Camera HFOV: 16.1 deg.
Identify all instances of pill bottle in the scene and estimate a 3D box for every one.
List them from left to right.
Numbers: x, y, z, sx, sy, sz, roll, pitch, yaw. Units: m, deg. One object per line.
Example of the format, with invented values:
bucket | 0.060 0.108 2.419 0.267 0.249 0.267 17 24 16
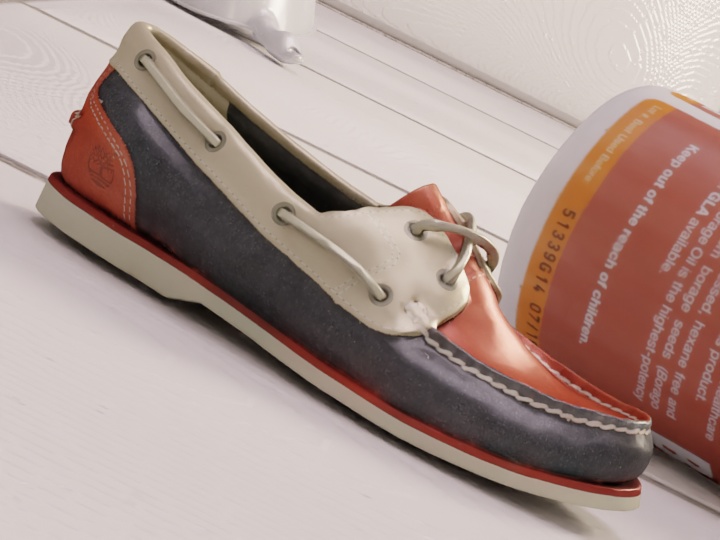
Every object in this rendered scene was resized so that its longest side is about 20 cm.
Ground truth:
pill bottle | 0.153 0.027 0.850 0.200 0.113 0.112 30 9 27

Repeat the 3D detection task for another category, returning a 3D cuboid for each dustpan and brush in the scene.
dustpan and brush | -0.075 -0.183 1.785 0.139 0.058 0.200 10 7 -25

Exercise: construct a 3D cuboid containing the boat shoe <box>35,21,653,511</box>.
boat shoe | 0.000 0.000 0.713 0.199 0.063 0.071 30 7 20
